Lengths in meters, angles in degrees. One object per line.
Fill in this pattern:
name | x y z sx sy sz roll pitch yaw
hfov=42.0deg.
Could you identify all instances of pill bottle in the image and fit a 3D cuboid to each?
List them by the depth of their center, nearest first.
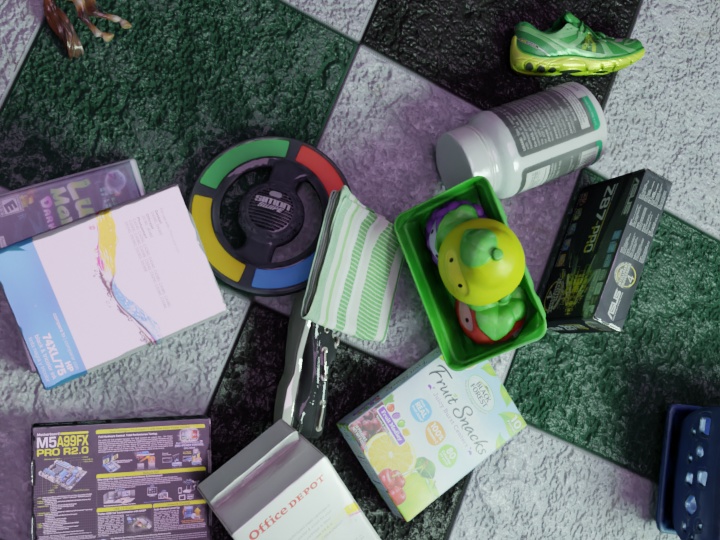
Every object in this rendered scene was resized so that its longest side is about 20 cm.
pill bottle | 0.204 -0.160 1.197 0.198 0.113 0.114 -21 93 -18

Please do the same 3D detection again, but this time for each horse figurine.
horse figurine | -0.299 -0.344 1.077 0.132 0.050 0.201 37 83 1

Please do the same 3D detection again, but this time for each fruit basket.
fruit basket | 0.128 0.001 1.079 0.154 0.215 0.217 -25 96 25

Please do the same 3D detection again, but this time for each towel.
towel | 0.000 0.000 1.100 0.023 0.200 0.154 11 82 26

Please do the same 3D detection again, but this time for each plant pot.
plant pot | 0.504 0.276 1.232 0.198 0.180 0.203 9 85 -17

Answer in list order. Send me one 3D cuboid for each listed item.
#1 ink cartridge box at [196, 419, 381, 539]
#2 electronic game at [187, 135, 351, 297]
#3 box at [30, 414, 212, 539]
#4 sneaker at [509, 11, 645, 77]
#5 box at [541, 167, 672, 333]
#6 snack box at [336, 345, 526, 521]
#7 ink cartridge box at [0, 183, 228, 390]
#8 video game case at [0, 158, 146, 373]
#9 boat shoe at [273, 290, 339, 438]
ink cartridge box | -0.078 0.276 1.046 0.128 0.125 0.201 -37 115 -16
electronic game | -0.105 -0.066 1.101 0.197 0.042 0.202 1 70 -2
box | -0.267 0.249 1.058 0.198 0.044 0.162 -1 86 -18
sneaker | 0.295 -0.304 1.255 0.198 0.074 0.085 -4 92 -18
box | 0.306 -0.019 1.197 0.049 0.161 0.202 24 80 -14
snack box | 0.090 0.191 1.170 0.199 0.053 0.143 -34 97 -17
ink cartridge box | -0.265 0.017 0.996 0.198 0.147 0.147 -23 94 -17
video game case | -0.315 -0.008 1.069 0.180 0.023 0.202 -18 92 -18
boat shoe | -0.057 0.100 1.119 0.060 0.074 0.203 11 85 -17
